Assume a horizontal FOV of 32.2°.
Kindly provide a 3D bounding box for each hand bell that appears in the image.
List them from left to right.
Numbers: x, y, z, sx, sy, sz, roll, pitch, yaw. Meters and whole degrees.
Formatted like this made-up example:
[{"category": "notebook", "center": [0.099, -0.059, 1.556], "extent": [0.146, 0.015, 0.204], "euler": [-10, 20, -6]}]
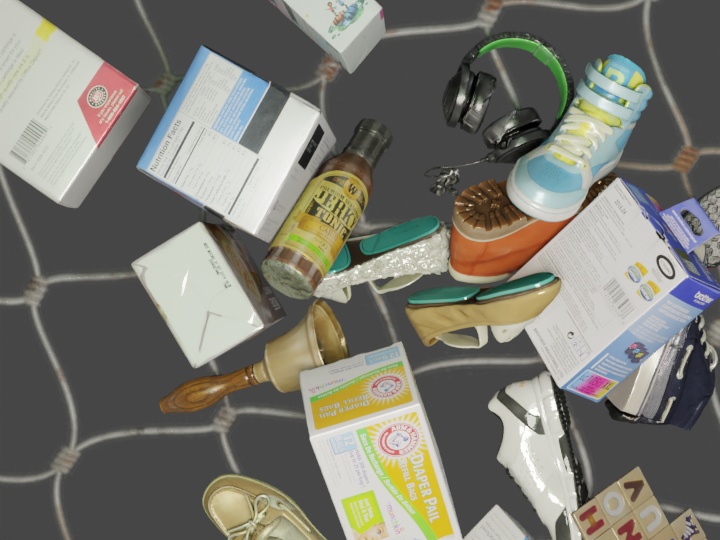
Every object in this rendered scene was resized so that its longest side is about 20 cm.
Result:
[{"category": "hand bell", "center": [-0.116, 0.110, 1.286], "extent": [0.198, 0.104, 0.105], "euler": [-20, 89, 15]}]

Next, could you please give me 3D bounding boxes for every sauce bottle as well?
[{"category": "sauce bottle", "center": [-0.029, -0.067, 1.251], "extent": [0.064, 0.065, 0.201], "euler": [27, 65, 1]}]

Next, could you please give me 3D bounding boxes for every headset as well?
[{"category": "headset", "center": [0.135, -0.156, 1.262], "extent": [0.123, 0.094, 0.201], "euler": [38, 79, 2]}]

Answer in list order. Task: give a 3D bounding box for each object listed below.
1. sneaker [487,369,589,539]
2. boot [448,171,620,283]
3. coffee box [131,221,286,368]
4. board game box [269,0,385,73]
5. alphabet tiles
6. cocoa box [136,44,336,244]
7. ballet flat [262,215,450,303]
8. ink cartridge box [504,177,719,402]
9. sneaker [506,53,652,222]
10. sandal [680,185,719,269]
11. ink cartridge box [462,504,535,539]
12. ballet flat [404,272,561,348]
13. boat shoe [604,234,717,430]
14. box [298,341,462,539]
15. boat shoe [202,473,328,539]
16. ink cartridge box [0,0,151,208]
[{"category": "sneaker", "center": [0.186, 0.207, 1.278], "extent": [0.079, 0.074, 0.202], "euler": [-14, 85, 16]}, {"category": "boot", "center": [0.175, -0.049, 1.275], "extent": [0.198, 0.108, 0.075], "euler": [-16, 52, -21]}, {"category": "coffee box", "center": [-0.142, 0.021, 1.215], "extent": [0.079, 0.200, 0.115], "euler": [-31, 88, 2]}, {"category": "board game box", "center": [-0.068, -0.293, 1.242], "extent": [0.200, 0.148, 0.064], "euler": [42, 92, 1]}, {"category": "alphabet tiles", "center": [0.291, 0.307, 1.243], "extent": [0.166, 0.008, 0.201], "euler": [-27, 87, -30]}, {"category": "cocoa box", "center": [-0.114, -0.116, 1.215], "extent": [0.130, 0.200, 0.134], "euler": [29, 90, 3]}, {"category": "ballet flat", "center": [0.000, 0.000, 1.283], "extent": [0.198, 0.072, 0.073], "euler": [-13, 89, 4]}, {"category": "ink cartridge box", "center": [0.251, 0.009, 1.206], "extent": [0.200, 0.076, 0.137], "euler": [-46, 50, 24]}, {"category": "sneaker", "center": [0.212, -0.136, 1.195], "extent": [0.079, 0.200, 0.131], "euler": [31, 129, 13]}, {"category": "sandal", "center": [0.345, -0.029, 1.285], "extent": [0.199, 0.045, 0.076], "euler": [-32, 85, 16]}, {"category": "ink cartridge box", "center": [0.112, 0.351, 1.245], "extent": [0.200, 0.068, 0.115], "euler": [-47, 45, 1]}, {"category": "ballet flat", "center": [0.127, 0.043, 1.234], "extent": [0.068, 0.199, 0.064], "euler": [-25, 100, -38]}, {"category": "boat shoe", "center": [0.323, 0.066, 1.259], "extent": [0.092, 0.075, 0.202], "euler": [16, 104, -18]}, {"category": "box", "center": [0.022, 0.187, 1.214], "extent": [0.111, 0.102, 0.202], "euler": [-18, 122, 1]}, {"category": "boat shoe", "center": [-0.078, 0.283, 1.280], "extent": [0.200, 0.063, 0.073], "euler": [41, 91, 1]}, {"category": "ink cartridge box", "center": [-0.339, -0.181, 1.281], "extent": [0.199, 0.083, 0.146], "euler": [35, 90, 2]}]
